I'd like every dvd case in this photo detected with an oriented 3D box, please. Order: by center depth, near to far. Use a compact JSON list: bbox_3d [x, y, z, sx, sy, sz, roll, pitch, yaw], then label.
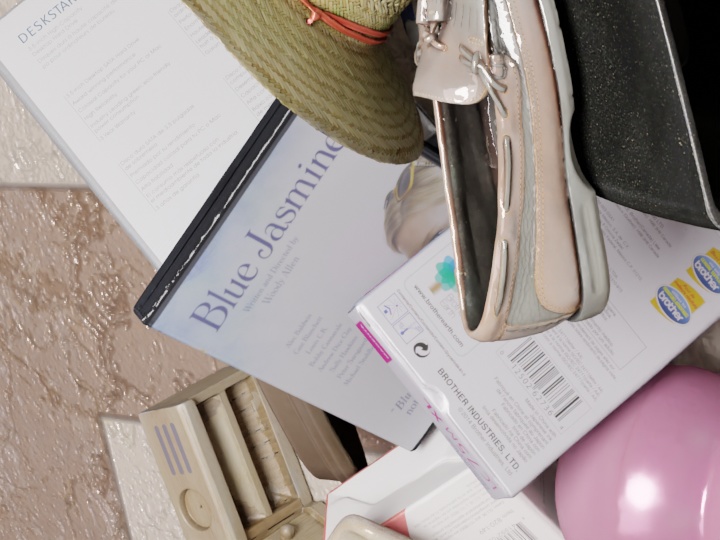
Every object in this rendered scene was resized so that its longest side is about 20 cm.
[{"bbox_3d":[0.000,0.000,1.063,0.143,0.199,0.018,-55,41,8],"label":"dvd case"}]

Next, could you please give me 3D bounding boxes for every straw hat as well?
[{"bbox_3d":[-0.015,-0.150,0.983,0.085,0.201,0.201,-43,77,20],"label":"straw hat"}]

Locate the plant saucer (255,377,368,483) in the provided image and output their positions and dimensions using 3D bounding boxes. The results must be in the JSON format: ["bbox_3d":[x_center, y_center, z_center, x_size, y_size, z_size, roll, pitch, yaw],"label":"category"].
[{"bbox_3d":[-0.046,0.036,1.225,0.029,0.200,0.201,-25,91,3],"label":"plant saucer"}]

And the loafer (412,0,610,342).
[{"bbox_3d":[0.053,-0.066,0.905,0.072,0.062,0.202,20,128,67],"label":"loafer"}]

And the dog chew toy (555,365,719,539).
[{"bbox_3d":[0.199,0.116,1.065,0.199,0.124,0.126,8,115,32],"label":"dog chew toy"}]

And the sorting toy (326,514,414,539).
[{"bbox_3d":[0.033,0.233,1.151,0.184,0.037,0.201,25,125,-10],"label":"sorting toy"}]

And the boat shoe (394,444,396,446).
[{"bbox_3d":[0.035,0.059,1.206,0.068,0.075,0.200,-27,115,27],"label":"boat shoe"}]

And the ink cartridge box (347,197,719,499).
[{"bbox_3d":[0.106,0.003,1.054,0.120,0.200,0.042,51,170,0],"label":"ink cartridge box"}]

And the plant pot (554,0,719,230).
[{"bbox_3d":[0.144,-0.140,0.948,0.177,0.198,0.202,-1,110,58],"label":"plant pot"}]

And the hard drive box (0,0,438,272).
[{"bbox_3d":[-0.075,-0.085,1.114,0.200,0.156,0.077,51,175,15],"label":"hard drive box"}]

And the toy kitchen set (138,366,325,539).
[{"bbox_3d":[-0.044,0.158,1.279,0.199,0.163,0.182,-14,99,46],"label":"toy kitchen set"}]

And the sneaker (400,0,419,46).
[{"bbox_3d":[0.018,-0.217,1.046,0.115,0.080,0.200,36,150,39],"label":"sneaker"}]

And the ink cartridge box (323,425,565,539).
[{"bbox_3d":[0.086,0.173,1.170,0.116,0.068,0.200,-35,115,22],"label":"ink cartridge box"}]
